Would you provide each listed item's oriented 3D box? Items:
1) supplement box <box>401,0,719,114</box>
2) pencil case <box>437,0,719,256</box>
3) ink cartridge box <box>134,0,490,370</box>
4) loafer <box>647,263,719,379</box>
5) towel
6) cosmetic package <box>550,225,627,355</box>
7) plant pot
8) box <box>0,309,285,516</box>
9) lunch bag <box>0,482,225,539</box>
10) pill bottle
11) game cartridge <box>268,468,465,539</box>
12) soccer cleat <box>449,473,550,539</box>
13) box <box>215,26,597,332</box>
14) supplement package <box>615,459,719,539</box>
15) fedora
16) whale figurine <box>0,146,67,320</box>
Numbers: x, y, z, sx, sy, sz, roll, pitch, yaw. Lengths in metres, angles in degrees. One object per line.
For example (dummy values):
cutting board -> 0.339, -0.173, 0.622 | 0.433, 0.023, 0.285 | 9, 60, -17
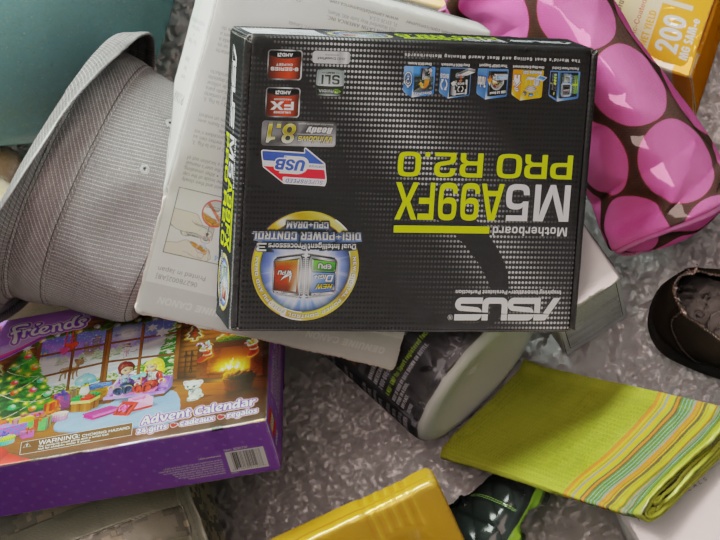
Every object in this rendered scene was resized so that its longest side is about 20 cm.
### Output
supplement box -> 0.130, -0.188, 1.423 | 0.199, 0.074, 0.127 | 16, 77, 15
pencil case -> 0.130, -0.099, 1.330 | 0.094, 0.091, 0.200 | -35, 86, 23
ink cartridge box -> -0.030, -0.060, 1.284 | 0.160, 0.050, 0.201 | 13, 100, -17
loafer -> 0.260, 0.048, 1.330 | 0.199, 0.071, 0.073 | 14, 77, 15
towel -> 0.126, 0.092, 1.292 | 0.086, 0.200, 0.018 | -40, 114, -21
cosmetic package -> 0.087, -0.051, 1.388 | 0.051, 0.083, 0.200 | -32, 71, -3
plant pot -> -0.204, -0.150, 1.430 | 0.199, 0.200, 0.135 | -4, 99, 9
box -> -0.143, 0.072, 1.306 | 0.199, 0.039, 0.137 | -10, 35, 7
lunch bag -> -0.169, 0.146, 1.358 | 0.163, 0.118, 0.201 | -21, 68, -1
pill bottle -> 0.000, 0.000, 1.374 | 0.200, 0.106, 0.106 | 41, 84, 18
game cartridge -> -0.015, 0.227, 1.284 | 0.199, 0.032, 0.177 | -25, 108, 2
soccer cleat -> 0.035, 0.171, 1.335 | 0.081, 0.068, 0.200 | 39, 86, 4
box -> 0.025, -0.048, 1.253 | 0.199, 0.044, 0.161 | 1, 101, -15
supplement package -> 0.240, 0.187, 1.266 | 0.121, 0.120, 0.200 | -31, 70, 1
fedora -> -0.139, -0.038, 1.323 | 0.090, 0.177, 0.200 | 24, 52, 5
whale figurine -> -0.236, 0.001, 1.436 | 0.199, 0.104, 0.160 | 11, 61, -10
